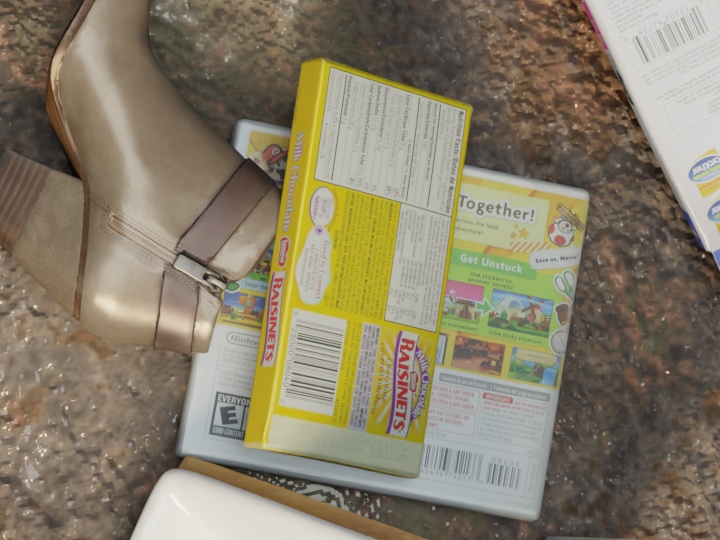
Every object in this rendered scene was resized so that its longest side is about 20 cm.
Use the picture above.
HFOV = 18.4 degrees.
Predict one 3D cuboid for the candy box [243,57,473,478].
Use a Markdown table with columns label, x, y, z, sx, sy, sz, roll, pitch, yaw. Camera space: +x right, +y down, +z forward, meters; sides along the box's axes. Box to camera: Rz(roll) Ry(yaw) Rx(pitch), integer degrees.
| label | x | y | z | sx | sy | sz | roll | pitch | yaw |
| --- | --- | --- | --- | --- | --- | --- | --- | --- | --- |
| candy box | 0.000 | 0.000 | 1.145 | 0.102 | 0.026 | 0.201 | 15 | 79 | -37 |

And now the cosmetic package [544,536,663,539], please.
| label | x | y | z | sx | sy | sz | roll | pitch | yaw |
| --- | --- | --- | --- | --- | --- | --- | --- | --- | --- |
| cosmetic package | 0.091 | 0.204 | 1.092 | 0.052 | 0.200 | 0.151 | 39 | 78 | -5 |

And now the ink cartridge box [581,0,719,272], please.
| label | x | y | z | sx | sy | sz | roll | pitch | yaw |
| --- | --- | --- | --- | --- | --- | --- | --- | --- | --- |
| ink cartridge box | 0.211 | -0.097 | 1.211 | 0.119 | 0.042 | 0.201 | -27 | 94 | 3 |

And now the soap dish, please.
| label | x | y | z | sx | sy | sz | roll | pitch | yaw |
| --- | --- | --- | --- | --- | --- | --- | --- | --- | --- |
| soap dish | -0.040 | 0.191 | 1.084 | 0.081 | 0.199 | 0.158 | 36 | 74 | -48 |

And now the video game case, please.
| label | x | y | z | sx | sy | sz | roll | pitch | yaw |
| --- | --- | --- | --- | --- | --- | --- | --- | --- | --- |
| video game case | 0.014 | 0.027 | 1.188 | 0.199 | 0.023 | 0.183 | 11 | 82 | -9 |

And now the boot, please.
| label | x | y | z | sx | sy | sz | roll | pitch | yaw |
| --- | --- | --- | --- | --- | --- | --- | --- | --- | --- |
| boot | -0.101 | -0.061 | 1.146 | 0.146 | 0.070 | 0.201 | 26 | 86 | -1 |
